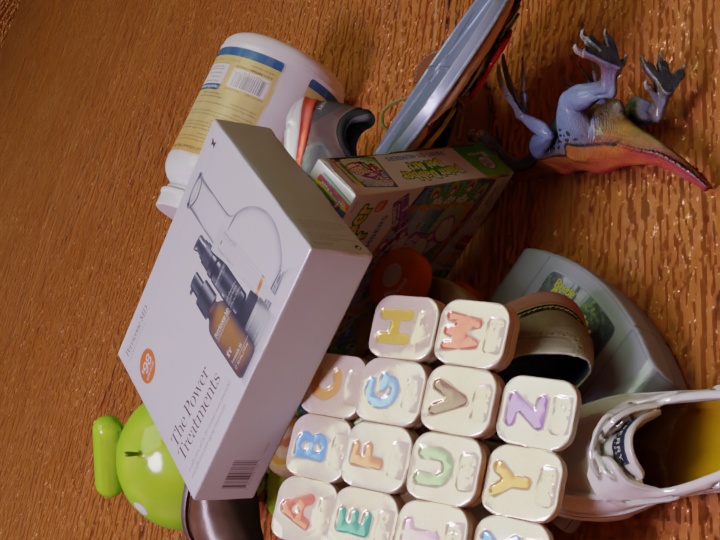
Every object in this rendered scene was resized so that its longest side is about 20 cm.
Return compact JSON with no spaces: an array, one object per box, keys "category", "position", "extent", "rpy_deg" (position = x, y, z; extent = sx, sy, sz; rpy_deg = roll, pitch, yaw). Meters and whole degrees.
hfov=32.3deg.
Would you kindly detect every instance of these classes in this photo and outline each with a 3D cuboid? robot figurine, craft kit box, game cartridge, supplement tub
[{"category":"robot figurine","position":[-0.134,0.152,1.038],"extent":[0.200,0.174,0.116],"rpy_deg":[38,-119,-84]},{"category":"craft kit box","position":[0.000,0.000,0.911],"extent":[0.049,0.197,0.200],"rpy_deg":[46,123,25]},{"category":"game cartridge","position":[0.129,0.065,0.824],"extent":[0.133,0.041,0.200],"rpy_deg":[-52,28,8]},{"category":"supplement tub","position":[-0.117,-0.131,1.308],"extent":[0.144,0.144,0.201],"rpy_deg":[8,71,61]}]

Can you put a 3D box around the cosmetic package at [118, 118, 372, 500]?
[{"category":"cosmetic package","position":[-0.084,0.026,0.817],"extent":[0.151,0.051,0.201],"rpy_deg":[53,126,44]}]

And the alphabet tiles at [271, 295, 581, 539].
[{"category":"alphabet tiles","position":[0.031,0.113,0.730],"extent":[0.195,0.015,0.201],"rpy_deg":[4,76,38]}]

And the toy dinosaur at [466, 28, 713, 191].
[{"category":"toy dinosaur","position":[0.144,-0.095,0.901],"extent":[0.182,0.104,0.201],"rpy_deg":[123,148,-50]}]

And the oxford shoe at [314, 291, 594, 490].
[{"category":"oxford shoe","position":[0.053,0.086,0.762],"extent":[0.200,0.071,0.074],"rpy_deg":[-37,18,11]}]

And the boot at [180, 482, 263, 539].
[{"category":"boot","position":[-0.043,0.209,0.854],"extent":[0.200,0.064,0.187],"rpy_deg":[-2,91,50]}]

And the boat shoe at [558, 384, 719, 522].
[{"category":"boat shoe","position":[0.157,0.096,0.673],"extent":[0.199,0.070,0.071],"rpy_deg":[-13,67,43]}]

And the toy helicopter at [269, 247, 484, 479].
[{"category":"toy helicopter","position":[0.011,0.090,0.870],"extent":[0.200,0.079,0.133],"rpy_deg":[-41,43,21]}]

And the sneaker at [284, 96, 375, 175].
[{"category":"sneaker","position":[-0.022,-0.047,1.002],"extent":[0.077,0.081,0.201],"rpy_deg":[48,-136,-74]}]

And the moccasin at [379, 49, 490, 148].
[{"category":"moccasin","position":[0.065,-0.123,1.063],"extent":[0.074,0.078,0.202],"rpy_deg":[-38,35,37]}]

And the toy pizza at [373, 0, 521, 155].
[{"category":"toy pizza","position":[0.071,-0.146,0.946],"extent":[0.201,0.032,0.200],"rpy_deg":[-55,7,10]}]

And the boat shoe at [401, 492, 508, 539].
[{"category":"boat shoe","position":[0.068,0.164,0.796],"extent":[0.200,0.072,0.069],"rpy_deg":[-162,59,-69]}]

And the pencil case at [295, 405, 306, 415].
[{"category":"pencil case","position":[-0.028,0.034,1.068],"extent":[0.201,0.087,0.087],"rpy_deg":[-61,27,-4]}]
